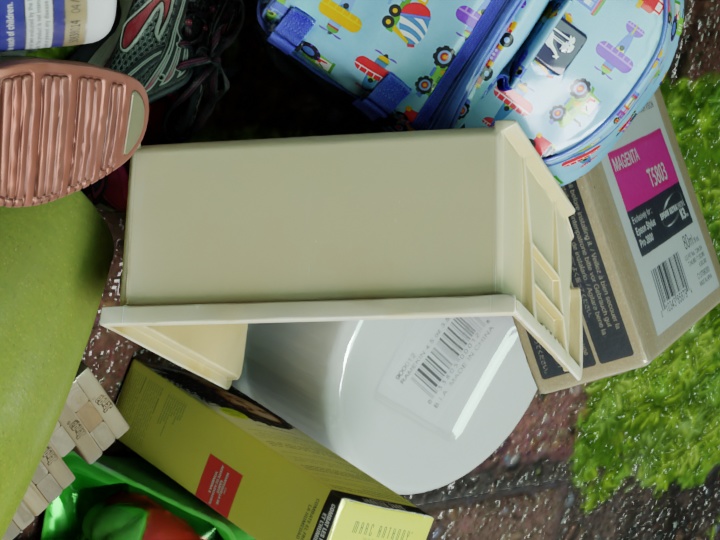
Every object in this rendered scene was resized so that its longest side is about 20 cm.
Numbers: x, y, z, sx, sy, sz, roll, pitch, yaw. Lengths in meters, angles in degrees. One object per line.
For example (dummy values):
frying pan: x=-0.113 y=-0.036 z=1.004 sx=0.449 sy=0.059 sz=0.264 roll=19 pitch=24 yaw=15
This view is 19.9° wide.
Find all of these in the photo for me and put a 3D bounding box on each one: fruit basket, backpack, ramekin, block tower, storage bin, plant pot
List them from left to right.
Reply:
plant pot: x=-0.213 y=0.037 z=0.987 sx=0.200 sy=0.186 sz=0.188 roll=-55 pitch=136 yaw=-25
block tower: x=-0.219 y=0.127 z=1.093 sx=0.200 sy=0.054 sz=0.058 roll=-43 pitch=132 yaw=-16
fruit basket: x=-0.150 y=0.209 z=1.142 sx=0.215 sy=0.155 sz=0.217 roll=-38 pitch=139 yaw=-43
storage bin: x=0.000 y=0.000 z=1.034 sx=0.199 sy=0.198 sz=0.094 roll=41 pitch=48 yaw=-69
ramekin: x=0.024 y=0.036 z=1.229 sx=0.200 sy=0.098 sz=0.202 roll=-19 pitch=123 yaw=-33
backpack: x=0.066 y=-0.133 z=1.029 sx=0.200 sy=0.135 sz=0.183 roll=37 pitch=96 yaw=-7

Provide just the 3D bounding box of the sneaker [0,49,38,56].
sneaker: x=-0.223 y=-0.105 z=0.978 sx=0.200 sy=0.075 sz=0.087 roll=-46 pitch=113 yaw=-13

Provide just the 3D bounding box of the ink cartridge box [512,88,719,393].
ink cartridge box: x=0.139 y=-0.034 z=1.208 sx=0.200 sy=0.075 sz=0.166 roll=-27 pitch=100 yaw=-64

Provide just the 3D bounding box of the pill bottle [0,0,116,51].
pill bottle: x=-0.211 y=-0.148 z=0.890 sx=0.198 sy=0.116 sz=0.117 roll=-8 pitch=118 yaw=-13

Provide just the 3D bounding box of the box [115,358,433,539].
box: x=-0.054 y=0.111 z=1.125 sx=0.075 sy=0.200 sz=0.050 roll=17 pitch=98 yaw=-45

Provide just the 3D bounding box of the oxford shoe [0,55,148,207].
oxford shoe: x=-0.188 y=-0.071 z=0.921 sx=0.199 sy=0.074 sz=0.071 roll=-7 pitch=118 yaw=-39

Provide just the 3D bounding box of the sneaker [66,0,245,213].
sneaker: x=-0.092 y=-0.121 z=1.067 sx=0.080 sy=0.075 sz=0.201 roll=25 pitch=93 yaw=-45
